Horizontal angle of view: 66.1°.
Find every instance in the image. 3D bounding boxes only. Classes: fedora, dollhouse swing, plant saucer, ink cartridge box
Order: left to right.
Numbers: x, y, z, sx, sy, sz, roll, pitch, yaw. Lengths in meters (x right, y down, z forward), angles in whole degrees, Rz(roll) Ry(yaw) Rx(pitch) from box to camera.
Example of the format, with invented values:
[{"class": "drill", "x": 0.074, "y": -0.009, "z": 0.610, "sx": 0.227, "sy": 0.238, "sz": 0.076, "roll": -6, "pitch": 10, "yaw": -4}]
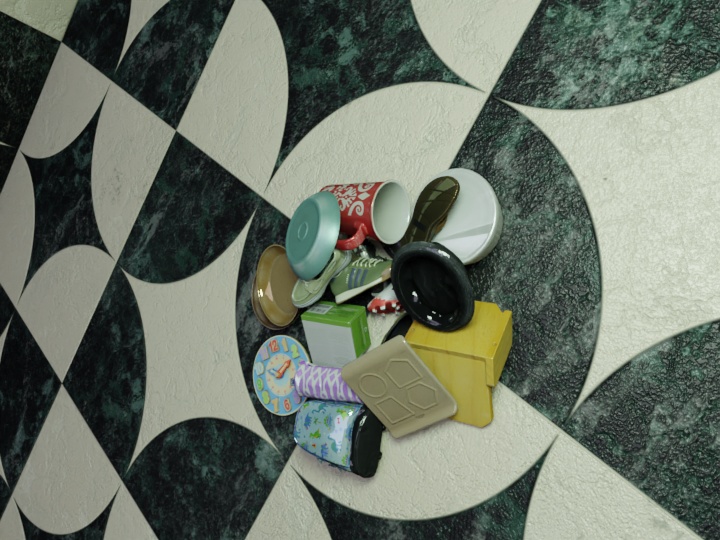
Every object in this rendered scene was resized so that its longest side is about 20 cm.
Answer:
[{"class": "plant saucer", "x": -0.208, "y": 0.055, "z": 1.472, "sx": 0.196, "sy": 0.036, "sz": 0.206, "roll": -6, "pitch": 80, "yaw": 33}, {"class": "plant saucer", "x": -0.197, "y": 0.036, "z": 1.399, "sx": 0.198, "sy": 0.035, "sz": 0.206, "roll": 7, "pitch": 100, "yaw": 48}, {"class": "plant saucer", "x": -0.115, "y": -0.083, "z": 1.221, "sx": 0.198, "sy": 0.035, "sz": 0.205, "roll": -26, "pitch": 56, "yaw": 46}, {"class": "ink cartridge box", "x": -0.049, "y": 0.186, "z": 1.330, "sx": 0.145, "sy": 0.076, "sz": 0.205, "roll": 6, "pitch": 118, "yaw": 33}, {"class": "fedora", "x": 0.155, "y": 0.018, "z": 1.108, "sx": 0.197, "sy": 0.092, "sz": 0.205, "roll": 19, "pitch": 129, "yaw": 25}, {"class": "dollhouse swing", "x": 0.215, "y": 0.190, "z": 1.170, "sx": 0.196, "sy": 0.178, "sz": 0.183, "roll": 5, "pitch": 44, "yaw": 34}]

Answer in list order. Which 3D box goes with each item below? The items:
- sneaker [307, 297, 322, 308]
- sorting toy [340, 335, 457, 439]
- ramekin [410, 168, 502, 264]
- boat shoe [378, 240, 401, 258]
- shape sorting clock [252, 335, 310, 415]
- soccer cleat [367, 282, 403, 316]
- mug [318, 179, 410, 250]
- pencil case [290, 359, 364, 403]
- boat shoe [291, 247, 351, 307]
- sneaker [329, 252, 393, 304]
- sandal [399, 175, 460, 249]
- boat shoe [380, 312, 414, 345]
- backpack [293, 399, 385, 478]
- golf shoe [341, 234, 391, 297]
[{"class": "sneaker", "x": -0.104, "y": -0.009, "z": 1.362, "sx": 0.113, "sy": 0.074, "sz": 0.206, "roll": 162, "pitch": 115, "yaw": -68}, {"class": "sorting toy", "x": 0.080, "y": 0.244, "z": 1.155, "sx": 0.184, "sy": 0.037, "sz": 0.201, "roll": -32, "pitch": 102, "yaw": 31}, {"class": "ramekin", "x": 0.212, "y": -0.104, "z": 1.183, "sx": 0.198, "sy": 0.094, "sz": 0.208, "roll": -6, "pitch": 78, "yaw": 32}, {"class": "boat shoe", "x": 0.068, "y": -0.085, "z": 1.297, "sx": 0.074, "sy": 0.063, "sz": 0.203, "roll": -45, "pitch": 63, "yaw": 16}, {"class": "shape sorting clock", "x": -0.206, "y": 0.270, "z": 1.433, "sx": 0.196, "sy": 0.039, "sz": 0.206, "roll": -6, "pitch": 79, "yaw": 33}, {"class": "soccer cleat", "x": 0.094, "y": 0.039, "z": 1.244, "sx": 0.198, "sy": 0.068, "sz": 0.087, "roll": -30, "pitch": 53, "yaw": 36}, {"class": "mug", "x": -0.017, "y": -0.131, "z": 1.226, "sx": 0.197, "sy": 0.175, "sz": 0.137, "roll": 10, "pitch": 111, "yaw": 43}, {"class": "pencil case", "x": -0.062, "y": 0.255, "z": 1.274, "sx": 0.196, "sy": 0.083, "sz": 0.088, "roll": -1, "pitch": 86, "yaw": 31}, {"class": "boat shoe", "x": -0.102, "y": 0.009, "z": 1.250, "sx": 0.200, "sy": 0.061, "sz": 0.073, "roll": -47, "pitch": 62, "yaw": 26}, {"class": "sneaker", "x": 0.000, "y": 0.000, "z": 1.245, "sx": 0.198, "sy": 0.067, "sz": 0.092, "roll": -28, "pitch": 87, "yaw": 36}, {"class": "sandal", "x": 0.147, "y": -0.102, "z": 1.143, "sx": 0.082, "sy": 0.054, "sz": 0.204, "roll": 41, "pitch": 119, "yaw": 38}, {"class": "boat shoe", "x": 0.073, "y": 0.175, "z": 1.250, "sx": 0.071, "sy": 0.060, "sz": 0.204, "roll": 38, "pitch": 103, "yaw": 31}, {"class": "backpack", "x": -0.057, "y": 0.367, "z": 1.270, "sx": 0.198, "sy": 0.152, "sz": 0.168, "roll": 7, "pitch": 85, "yaw": 49}, {"class": "golf shoe", "x": 0.002, "y": -0.023, "z": 1.320, "sx": 0.095, "sy": 0.077, "sz": 0.200, "roll": -51, "pitch": 58, "yaw": 16}]
